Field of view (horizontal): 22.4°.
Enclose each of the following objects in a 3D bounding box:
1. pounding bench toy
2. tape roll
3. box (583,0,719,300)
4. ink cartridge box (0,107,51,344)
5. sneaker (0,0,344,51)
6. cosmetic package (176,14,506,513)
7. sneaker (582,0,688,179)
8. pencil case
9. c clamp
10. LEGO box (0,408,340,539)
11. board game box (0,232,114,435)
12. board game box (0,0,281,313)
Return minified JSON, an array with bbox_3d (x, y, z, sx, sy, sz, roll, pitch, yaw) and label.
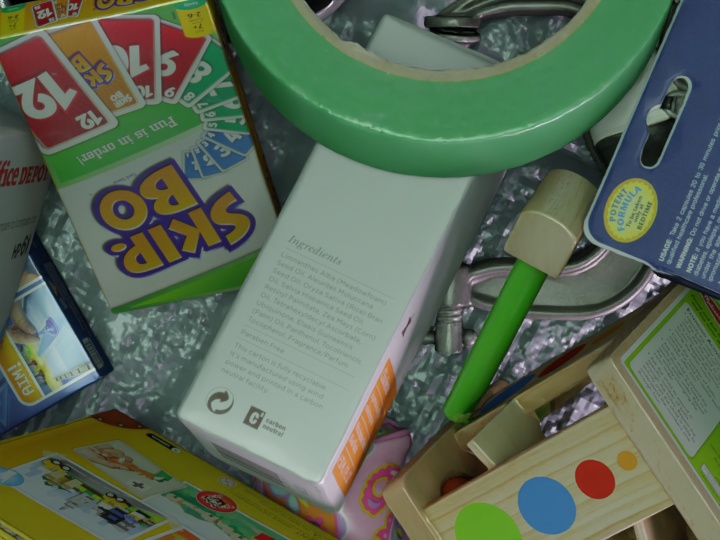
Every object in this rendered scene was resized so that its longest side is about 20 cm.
[{"bbox_3d":[0.090,0.072,0.833,0.156,0.124,0.200,-33,92,34],"label":"pounding bench toy"},{"bbox_3d":[0.036,-0.141,0.772,0.200,0.048,0.201,0,74,1],"label":"tape roll"},{"bbox_3d":[0.206,-0.029,0.754,0.200,0.032,0.121,24,91,15],"label":"box"},{"bbox_3d":[-0.214,0.017,0.820,0.084,0.145,0.201,17,97,2],"label":"ink cartridge box"},{"bbox_3d":[-0.088,-0.135,0.852,0.199,0.114,0.076,-15,94,5],"label":"sneaker"},{"bbox_3d":[0.000,0.000,0.813,0.071,0.101,0.200,25,79,9],"label":"cosmetic package"},{"bbox_3d":[0.146,-0.111,0.814,0.074,0.088,0.201,5,69,-23],"label":"sneaker"},{"bbox_3d":[-0.008,0.172,0.891,0.087,0.087,0.201,-5,95,4],"label":"pencil case"},{"bbox_3d":[0.068,-0.052,0.894,0.170,0.027,0.201,7,95,3],"label":"c clamp"},{"bbox_3d":[-0.088,0.148,0.799,0.200,0.149,0.077,27,109,25],"label":"LEGO box"},{"bbox_3d":[-0.232,-0.002,0.911,0.135,0.034,0.200,-29,92,6],"label":"board game box"},{"bbox_3d":[-0.093,-0.048,0.842,0.095,0.200,0.030,-11,50,5],"label":"board game box"}]
